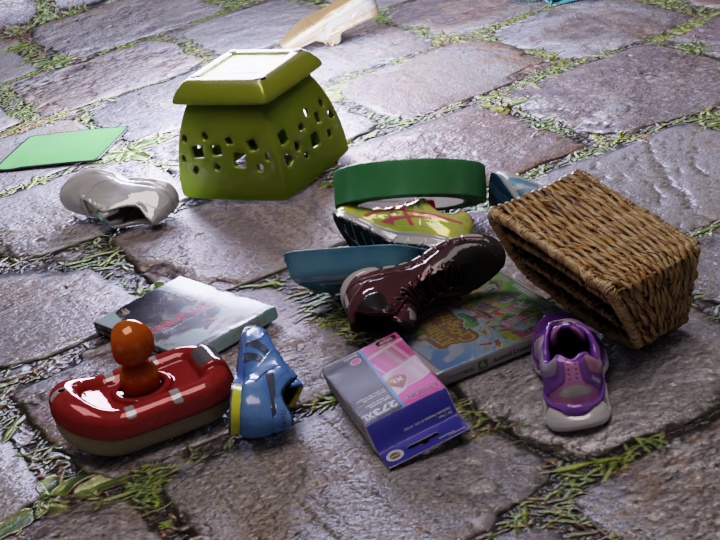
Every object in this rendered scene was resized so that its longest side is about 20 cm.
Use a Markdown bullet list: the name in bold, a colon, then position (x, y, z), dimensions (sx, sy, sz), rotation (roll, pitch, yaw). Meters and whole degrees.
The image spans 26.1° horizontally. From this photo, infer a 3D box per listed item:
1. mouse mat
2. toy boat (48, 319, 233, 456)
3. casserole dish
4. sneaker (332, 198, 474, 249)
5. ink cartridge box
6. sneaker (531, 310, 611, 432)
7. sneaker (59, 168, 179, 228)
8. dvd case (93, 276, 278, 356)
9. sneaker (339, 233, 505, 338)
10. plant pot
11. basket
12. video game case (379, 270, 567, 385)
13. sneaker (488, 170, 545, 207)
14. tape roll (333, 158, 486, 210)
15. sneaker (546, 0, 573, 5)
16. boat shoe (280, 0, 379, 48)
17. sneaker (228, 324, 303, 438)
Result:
- **mouse mat**: position (-0.513, -0.211, 2.676), dimensions (0.200, 0.008, 0.161), rotation (-5, 25, 17)
- **toy boat**: position (-0.245, 0.115, 1.701), dimensions (0.200, 0.131, 0.131), rotation (-20, 25, -17)
- **casserole dish**: position (0.000, 0.000, 1.890), dimensions (0.200, 0.039, 0.121), rotation (-3, -12, 26)
- **sneaker**: position (0.058, -0.055, 1.971), dimensions (0.200, 0.078, 0.090), rotation (17, 60, 29)
- **ink cartridge box**: position (0.034, 0.134, 1.639), dimensions (0.095, 0.037, 0.200), rotation (-25, 28, -9)
- **sneaker**: position (0.216, 0.083, 1.613), dimensions (0.080, 0.089, 0.200), rotation (-11, 24, 6)
- **sneaker**: position (-0.373, -0.097, 2.300), dimensions (0.200, 0.075, 0.089), rotation (2, 40, 26)
- **dvd case**: position (-0.219, 0.062, 1.936), dimensions (0.146, 0.022, 0.200), rotation (-29, 30, -33)
- **sneaker**: position (0.075, 0.032, 1.771), dimensions (0.200, 0.076, 0.116), rotation (-20, 28, 9)
- **plant pot**: position (-0.158, -0.226, 2.339), dimensions (0.200, 0.182, 0.199), rotation (4, 28, 30)
- **basket**: position (0.244, 0.005, 1.688), dimensions (0.149, 0.143, 0.200), rotation (-25, 44, -33)
- **video game case**: position (0.123, 0.059, 1.786), dimensions (0.182, 0.022, 0.200), rotation (-20, 26, -18)
- **sneaker**: position (0.230, -0.076, 1.979), dimensions (0.081, 0.077, 0.200), rotation (-13, 29, -24)
- **tape roll**: position (0.065, -0.109, 2.032), dimensions (0.200, 0.048, 0.200), rotation (-2, -4, 0)
- **sneaker**: position (0.351, -0.535, 2.908), dimensions (0.200, 0.078, 0.080), rotation (0, 36, 24)
- **boat shoe**: position (-0.055, -0.459, 2.930), dimensions (0.200, 0.069, 0.074), rotation (-29, 28, 14)
- **sneaker**: position (-0.101, 0.123, 1.710), dimensions (0.078, 0.066, 0.200), rotation (0, 25, -1)
